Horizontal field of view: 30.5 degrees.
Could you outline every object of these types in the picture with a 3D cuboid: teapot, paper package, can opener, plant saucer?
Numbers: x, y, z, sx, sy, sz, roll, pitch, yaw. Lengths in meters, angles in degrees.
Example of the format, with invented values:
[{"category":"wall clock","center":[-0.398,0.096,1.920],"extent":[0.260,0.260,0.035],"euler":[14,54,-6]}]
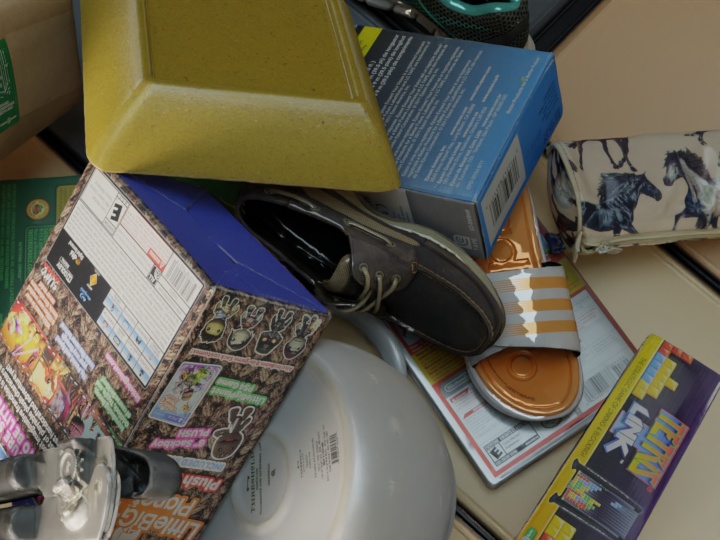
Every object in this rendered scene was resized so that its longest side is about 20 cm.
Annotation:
[{"category":"teapot","center":[-0.010,0.139,0.834],"extent":[0.197,0.146,0.201],"euler":[33,101,49]},{"category":"paper package","center":[-0.313,-0.129,0.881],"extent":[0.190,0.104,0.200],"euler":[6,30,21]},{"category":"can opener","center":[-0.166,0.127,0.723],"extent":[0.067,0.200,0.054],"euler":[10,72,-34]},{"category":"plant saucer","center":[-0.079,-0.138,0.865],"extent":[0.199,0.049,0.200],"euler":[4,42,-17]}]

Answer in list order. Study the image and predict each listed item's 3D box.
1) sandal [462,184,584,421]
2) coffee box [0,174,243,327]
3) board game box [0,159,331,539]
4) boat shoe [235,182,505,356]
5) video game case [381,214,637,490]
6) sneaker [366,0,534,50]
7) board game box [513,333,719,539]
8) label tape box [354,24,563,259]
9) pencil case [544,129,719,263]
[{"category":"sandal","center":[0.100,0.001,0.908],"extent":[0.079,0.059,0.207],"euler":[-11,70,-4]},{"category":"coffee box","center":[-0.157,-0.009,0.939],"extent":[0.199,0.044,0.123],"euler":[-5,69,-2]},{"category":"board game box","center":[-0.138,0.059,0.811],"extent":[0.159,0.097,0.200],"euler":[44,109,41]},{"category":"boat shoe","center":[0.000,0.000,0.867],"extent":[0.200,0.075,0.073],"euler":[32,39,9]},{"category":"video game case","center":[0.094,0.035,0.937],"extent":[0.143,0.017,0.200],"euler":[-31,73,-11]},{"category":"sneaker","center":[0.052,-0.228,0.987],"extent":[0.200,0.091,0.078],"euler":[36,72,12]},{"category":"board game box","center":[0.125,0.156,0.779],"extent":[0.057,0.166,0.200],"euler":[34,48,11]},{"category":"label tape box","center":[0.025,-0.100,0.941],"extent":[0.199,0.063,0.144],"euler":[14,57,27]},{"category":"pencil case","center":[0.231,-0.053,0.930],"extent":[0.199,0.078,0.090],"euler":[-4,73,-7]}]
